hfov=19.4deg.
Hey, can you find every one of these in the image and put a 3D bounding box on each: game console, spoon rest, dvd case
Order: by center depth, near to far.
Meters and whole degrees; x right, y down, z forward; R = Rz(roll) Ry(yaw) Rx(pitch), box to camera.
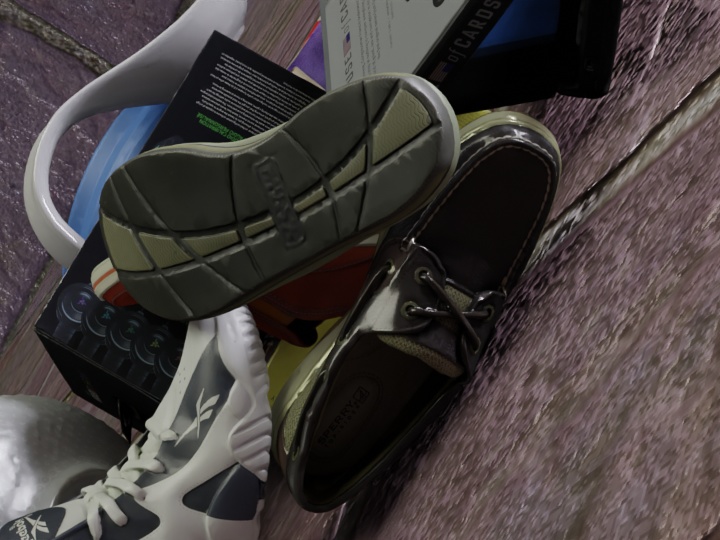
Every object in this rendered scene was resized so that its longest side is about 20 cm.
[{"bbox_3d":[0.072,-0.188,0.995,0.176,0.115,0.202,81,-165,-70],"label":"game console"},{"bbox_3d":[0.036,-0.155,1.002,0.200,0.025,0.151,-52,31,43],"label":"dvd case"},{"bbox_3d":[-0.126,-0.098,1.172,0.201,0.060,0.099,-59,12,-23],"label":"spoon rest"}]

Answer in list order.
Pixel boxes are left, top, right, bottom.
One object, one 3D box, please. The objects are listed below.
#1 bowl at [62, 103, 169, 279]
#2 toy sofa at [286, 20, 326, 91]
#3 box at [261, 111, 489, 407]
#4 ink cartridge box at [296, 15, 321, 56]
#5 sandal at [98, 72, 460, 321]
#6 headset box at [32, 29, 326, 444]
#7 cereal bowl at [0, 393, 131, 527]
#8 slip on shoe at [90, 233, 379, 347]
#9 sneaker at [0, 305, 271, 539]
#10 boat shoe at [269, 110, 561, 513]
[{"bbox_3d":[-0.110,-0.033,1.298,0.201,0.039,0.202,-43,-34,-39],"label":"bowl"},{"bbox_3d":[0.030,-0.154,1.266,0.201,0.083,0.097,-56,11,-27],"label":"toy sofa"},{"bbox_3d":[0.000,0.000,1.094,0.201,0.050,0.075,-60,9,-7],"label":"box"},{"bbox_3d":[0.025,-0.193,1.483,0.201,0.067,0.116,-59,11,-2],"label":"ink cartridge box"},{"bbox_3d":[-0.034,-0.030,0.943,0.200,0.081,0.057,-17,-2,31],"label":"sandal"},{"bbox_3d":[-0.089,0.000,1.159,0.201,0.092,0.174,-60,-7,-14],"label":"headset box"},{"bbox_3d":[-0.154,0.155,1.071,0.083,0.200,0.201,-21,32,34],"label":"cereal bowl"},{"bbox_3d":[-0.040,0.007,1.014,0.074,0.198,0.062,-4,-89,-71],"label":"slip on shoe"},{"bbox_3d":[-0.114,0.108,0.973,0.080,0.128,0.201,-131,48,-73],"label":"sneaker"},{"bbox_3d":[0.029,0.025,0.926,0.201,0.073,0.065,-59,21,19],"label":"boat shoe"}]
